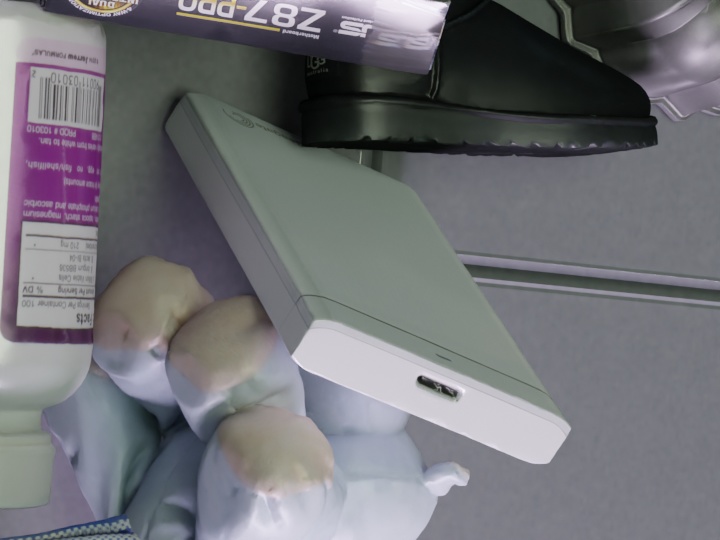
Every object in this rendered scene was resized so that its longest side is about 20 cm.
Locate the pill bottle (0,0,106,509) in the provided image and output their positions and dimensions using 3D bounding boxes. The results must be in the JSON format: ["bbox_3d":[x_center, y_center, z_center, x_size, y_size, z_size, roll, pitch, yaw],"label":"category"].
[{"bbox_3d":[-0.162,-0.006,1.206,0.112,0.112,0.202,3,90,-31],"label":"pill bottle"}]

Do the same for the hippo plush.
[{"bbox_3d":[-0.024,0.085,1.263,0.160,0.159,0.201,-9,80,-40],"label":"hippo plush"}]

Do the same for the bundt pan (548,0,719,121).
[{"bbox_3d":[0.181,-0.173,1.430,0.201,0.076,0.203,-1,92,-30],"label":"bundt pan"}]

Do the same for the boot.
[{"bbox_3d":[0.055,-0.137,1.352,0.199,0.076,0.169,2,88,-35],"label":"boot"}]

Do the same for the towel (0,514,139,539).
[{"bbox_3d":[-0.176,0.182,1.187,0.144,0.024,0.201,-4,129,-37],"label":"towel"}]

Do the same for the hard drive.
[{"bbox_3d":[0.000,0.000,1.260,0.131,0.200,0.027,23,109,-30],"label":"hard drive"}]

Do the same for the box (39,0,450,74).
[{"bbox_3d":[-0.042,-0.179,1.222,0.160,0.049,0.201,7,50,-7],"label":"box"}]
